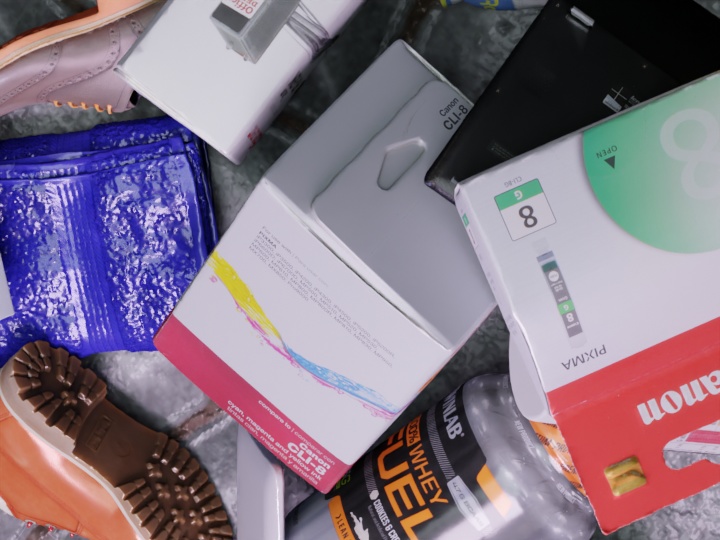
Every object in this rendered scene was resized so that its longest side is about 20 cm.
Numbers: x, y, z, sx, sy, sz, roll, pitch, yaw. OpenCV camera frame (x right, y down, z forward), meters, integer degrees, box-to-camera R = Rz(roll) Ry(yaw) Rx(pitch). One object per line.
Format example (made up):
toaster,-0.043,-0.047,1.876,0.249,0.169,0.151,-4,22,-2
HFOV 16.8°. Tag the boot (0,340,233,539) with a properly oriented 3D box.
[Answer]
boot,-0.170,0.143,1.565,0.200,0.075,0.107,45,127,-6

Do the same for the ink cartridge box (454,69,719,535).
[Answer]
ink cartridge box,0.160,0.016,1.291,0.160,0.050,0.201,-23,83,-4

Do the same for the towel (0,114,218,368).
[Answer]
towel,-0.185,-0.014,1.537,0.198,0.050,0.149,-7,99,13

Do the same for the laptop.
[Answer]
laptop,0.164,-0.069,1.381,0.187,0.116,0.201,35,84,3

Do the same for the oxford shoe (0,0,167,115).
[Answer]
oxford shoe,-0.177,-0.122,1.503,0.199,0.071,0.073,-26,100,16

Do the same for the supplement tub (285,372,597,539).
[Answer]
supplement tub,0.059,0.146,1.481,0.199,0.123,0.123,-37,92,16

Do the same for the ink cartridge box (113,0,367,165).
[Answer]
ink cartridge box,-0.044,-0.163,1.400,0.083,0.147,0.200,38,91,-1

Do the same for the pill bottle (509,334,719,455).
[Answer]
pill bottle,0.194,0.047,1.400,0.198,0.116,0.117,6,104,-17

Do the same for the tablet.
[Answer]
tablet,-0.063,0.202,1.518,0.014,0.130,0.202,-3,102,-12

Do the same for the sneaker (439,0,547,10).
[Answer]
sneaker,0.099,-0.246,1.419,0.082,0.074,0.202,14,111,7

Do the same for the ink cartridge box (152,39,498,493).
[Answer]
ink cartridge box,0.000,0.000,1.405,0.144,0.145,0.200,41,145,2

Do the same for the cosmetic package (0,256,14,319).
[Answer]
cosmetic package,-0.319,-0.030,1.527,0.199,0.052,0.152,-7,101,35
